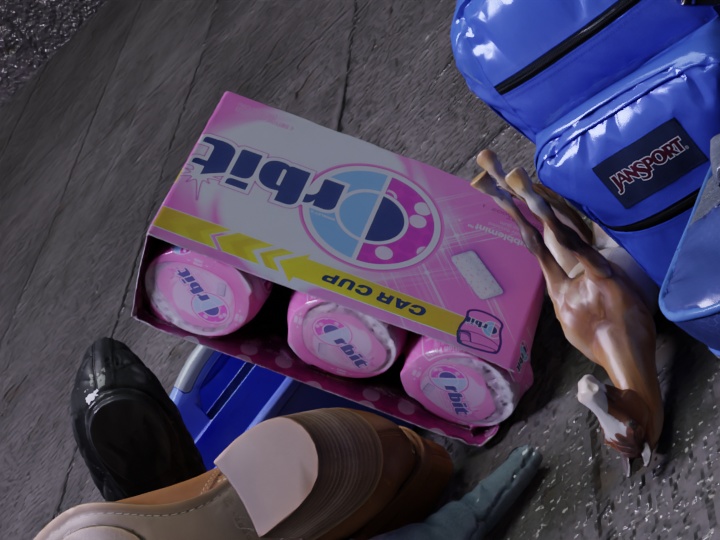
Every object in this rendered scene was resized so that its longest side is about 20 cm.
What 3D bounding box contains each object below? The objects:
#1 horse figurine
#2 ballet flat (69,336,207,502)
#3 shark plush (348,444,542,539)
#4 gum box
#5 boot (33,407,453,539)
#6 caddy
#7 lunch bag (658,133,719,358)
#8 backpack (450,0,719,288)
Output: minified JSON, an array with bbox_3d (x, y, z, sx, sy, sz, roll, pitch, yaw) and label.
[{"bbox_3d":[0.100,-0.002,0.889,0.050,0.133,0.200,-35,9,13],"label":"horse figurine"},{"bbox_3d":[-0.095,0.120,0.973,0.066,0.201,0.057,-12,35,1],"label":"ballet flat"},{"bbox_3d":[0.023,0.161,0.853,0.083,0.092,0.200,7,33,45],"label":"shark plush"},{"bbox_3d":[0.000,0.000,0.979,0.066,0.198,0.114,106,-174,-46],"label":"gum box"},{"bbox_3d":[-0.058,0.126,0.917,0.200,0.077,0.155,-39,-21,17],"label":"boot"},{"bbox_3d":[-0.050,0.073,1.064,0.201,0.105,0.141,-52,18,-13],"label":"caddy"},{"bbox_3d":[0.196,-0.020,0.655,0.199,0.132,0.136,-26,27,47],"label":"lunch bag"},{"bbox_3d":[0.141,-0.094,0.823,0.162,0.200,0.168,-34,22,32],"label":"backpack"}]
